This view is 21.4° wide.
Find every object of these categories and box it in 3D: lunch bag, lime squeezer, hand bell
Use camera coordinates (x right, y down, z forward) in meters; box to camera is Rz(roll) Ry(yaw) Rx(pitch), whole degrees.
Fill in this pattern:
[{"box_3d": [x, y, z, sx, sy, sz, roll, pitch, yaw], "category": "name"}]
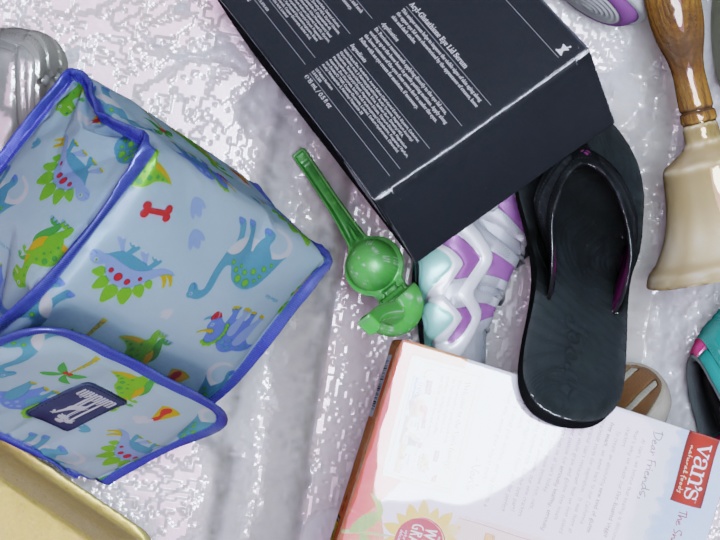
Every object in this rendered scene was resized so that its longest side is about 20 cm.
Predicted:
[{"box_3d": [-0.144, 0.018, 1.068, 0.200, 0.127, 0.170, -50, 136, 6], "category": "lunch bag"}, {"box_3d": [0.000, 0.000, 1.095, 0.071, 0.200, 0.038, 28, 111, -26], "category": "lime squeezer"}, {"box_3d": [0.196, -0.097, 1.110, 0.104, 0.104, 0.200, -14, 94, -2], "category": "hand bell"}]

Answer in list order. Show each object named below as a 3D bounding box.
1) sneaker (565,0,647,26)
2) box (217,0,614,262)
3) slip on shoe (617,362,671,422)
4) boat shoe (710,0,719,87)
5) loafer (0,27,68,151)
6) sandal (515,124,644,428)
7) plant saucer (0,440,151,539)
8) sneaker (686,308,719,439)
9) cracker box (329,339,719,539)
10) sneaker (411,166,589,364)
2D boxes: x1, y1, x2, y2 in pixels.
[{"box_3d": [0.111, -0.238, 1.142, 0.200, 0.075, 0.100, 40, 77, -8], "category": "sneaker"}, {"box_3d": [0.027, -0.125, 1.078, 0.141, 0.079, 0.200, -36, 55, 0], "category": "box"}, {"box_3d": [0.114, 0.140, 1.146, 0.200, 0.076, 0.061, -47, 134, -11], "category": "slip on shoe"}, {"box_3d": [0.253, -0.205, 1.144, 0.063, 0.071, 0.200, 10, 86, -6], "category": "boat shoe"}, {"box_3d": [-0.213, -0.043, 1.127, 0.070, 0.070, 0.200, 3, 92, 17], "category": "loafer"}, {"box_3d": [0.127, -0.012, 1.061, 0.075, 0.048, 0.201, 6, 66, -9], "category": "sandal"}, {"box_3d": [-0.256, 0.184, 1.132, 0.200, 0.048, 0.200, 35, 89, -2], "category": "plant saucer"}, {"box_3d": [0.263, 0.104, 1.135, 0.121, 0.084, 0.200, -35, 84, -7], "category": "sneaker"}, {"box_3d": [0.095, 0.131, 1.074, 0.200, 0.058, 0.134, 18, 86, -3], "category": "cracker box"}, {"box_3d": [0.100, -0.023, 1.131, 0.140, 0.078, 0.200, -3, 91, -2], "category": "sneaker"}]
